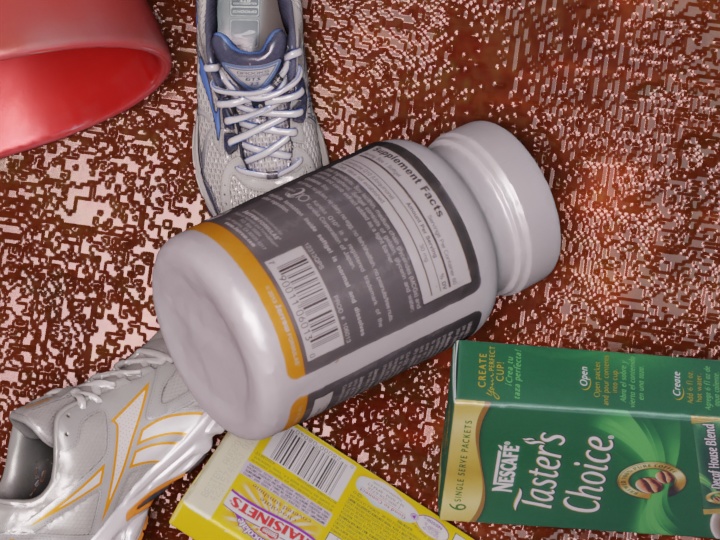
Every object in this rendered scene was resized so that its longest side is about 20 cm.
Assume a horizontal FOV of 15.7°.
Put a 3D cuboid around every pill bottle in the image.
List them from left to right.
[{"bbox_3d":[0.000,0.000,1.372,0.199,0.116,0.117,-25,90,-27],"label":"pill bottle"}]

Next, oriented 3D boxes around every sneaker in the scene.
[{"bbox_3d":[-0.134,0.081,1.389,0.092,0.076,0.200,42,69,-27],"label":"sneaker"},{"bbox_3d":[-0.060,-0.100,1.414,0.077,0.085,0.201,-9,90,0],"label":"sneaker"}]

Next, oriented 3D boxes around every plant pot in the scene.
[{"bbox_3d":[-0.216,-0.164,1.373,0.199,0.200,0.178,-16,80,0],"label":"plant pot"}]

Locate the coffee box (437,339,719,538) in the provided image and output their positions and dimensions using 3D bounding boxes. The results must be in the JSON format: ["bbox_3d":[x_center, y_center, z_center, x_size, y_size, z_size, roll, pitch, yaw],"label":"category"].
[{"bbox_3d":[0.143,0.095,1.397,0.199,0.123,0.044,5,53,-1],"label":"coffee box"}]

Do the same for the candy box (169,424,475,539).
[{"bbox_3d":[0.002,0.155,1.410,0.200,0.102,0.026,33,131,0],"label":"candy box"}]
